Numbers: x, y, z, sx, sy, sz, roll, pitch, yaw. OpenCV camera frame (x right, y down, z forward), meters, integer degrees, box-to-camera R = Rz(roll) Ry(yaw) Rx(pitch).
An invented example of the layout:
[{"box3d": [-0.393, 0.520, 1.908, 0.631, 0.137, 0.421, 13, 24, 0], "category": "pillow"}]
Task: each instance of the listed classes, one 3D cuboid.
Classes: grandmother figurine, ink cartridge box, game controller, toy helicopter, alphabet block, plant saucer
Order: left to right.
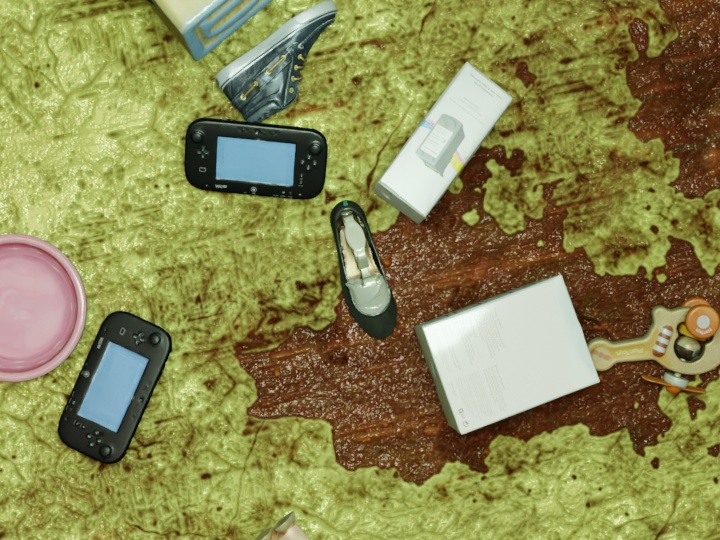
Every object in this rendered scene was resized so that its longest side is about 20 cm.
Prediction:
[{"box3d": [-0.475, 0.052, 1.694, 0.198, 0.051, 0.203, 0, 89, -2], "category": "plant saucer"}, {"box3d": [-0.339, 0.161, 1.693, 0.104, 0.042, 0.202, 24, 87, -2], "category": "game controller"}, {"box3d": [-0.221, -0.433, 1.650, 0.195, 0.196, 0.200, -39, 90, -5], "category": "alphabet block"}, {"box3d": [-0.146, -0.155, 1.708, 0.198, 0.042, 0.105, 5, 108, -1], "category": "game controller"}, {"box3d": [-0.055, 0.431, 1.698, 0.121, 0.061, 0.201, -36, 93, 24], "category": "grandmother figurine"}, {"box3d": [0.111, -0.170, 1.678, 0.085, 0.148, 0.201, 36, 88, 1], "category": "ink cartridge box"}, {"box3d": [0.416, 0.118, 1.730, 0.198, 0.079, 0.134, -8, 97, 8], "category": "toy helicopter"}]

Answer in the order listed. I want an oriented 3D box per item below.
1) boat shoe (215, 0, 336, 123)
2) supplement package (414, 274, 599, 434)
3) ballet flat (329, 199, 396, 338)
[{"box3d": [-0.099, -0.288, 1.716, 0.199, 0.071, 0.091, -35, 91, 4], "category": "boat shoe"}, {"box3d": [0.195, 0.113, 1.670, 0.198, 0.151, 0.153, -20, 88, -3], "category": "supplement package"}, {"box3d": [0.000, 0.000, 1.707, 0.067, 0.068, 0.202, -19, 89, -3], "category": "ballet flat"}]
